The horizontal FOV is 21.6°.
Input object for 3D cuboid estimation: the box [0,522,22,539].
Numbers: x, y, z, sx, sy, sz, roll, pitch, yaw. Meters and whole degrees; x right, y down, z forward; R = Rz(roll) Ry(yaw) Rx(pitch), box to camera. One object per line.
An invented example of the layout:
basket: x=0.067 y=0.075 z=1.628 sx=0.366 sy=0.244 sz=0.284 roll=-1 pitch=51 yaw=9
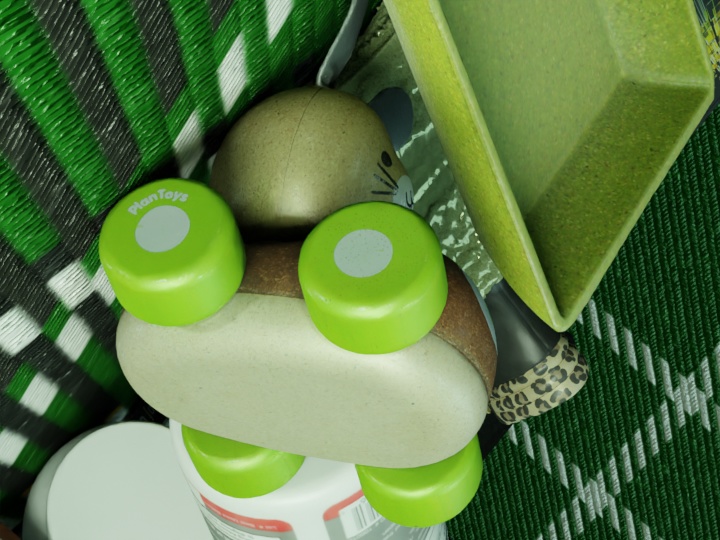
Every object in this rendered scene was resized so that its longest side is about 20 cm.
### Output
box: x=-0.231 y=0.222 z=0.921 sx=0.200 sy=0.075 sz=0.100 roll=-53 pitch=175 yaw=12

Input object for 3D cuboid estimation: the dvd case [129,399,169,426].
dvd case: x=-0.096 y=0.058 z=1.215 sx=0.200 sy=0.025 sz=0.150 roll=-55 pitch=174 yaw=32

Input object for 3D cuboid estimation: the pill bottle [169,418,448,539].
pill bottle: x=-0.017 y=0.119 z=0.933 sx=0.114 sy=0.113 sz=0.201 roll=-48 pitch=147 yaw=-24

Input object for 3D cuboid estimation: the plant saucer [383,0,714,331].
plant saucer: x=0.081 y=-0.109 z=0.846 sx=0.048 sy=0.201 sz=0.200 roll=0 pitch=-143 yaw=36

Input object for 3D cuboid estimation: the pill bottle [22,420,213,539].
pill bottle: x=-0.127 y=0.149 z=1.043 sx=0.120 sy=0.120 sz=0.200 roll=-49 pitch=175 yaw=-18

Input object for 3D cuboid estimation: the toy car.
toy car: x=-0.006 y=-0.023 z=0.802 sx=0.165 sy=0.157 sz=0.201 roll=75 pitch=27 yaw=-53

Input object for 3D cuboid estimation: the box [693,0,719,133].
box: x=0.197 y=-0.195 z=1.197 sx=0.161 sy=0.049 sz=0.201 roll=-47 pitch=133 yaw=-36

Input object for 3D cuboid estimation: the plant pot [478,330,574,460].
plant pot: x=0.029 y=0.059 z=1.492 sx=0.200 sy=0.200 sz=0.177 roll=-50 pitch=165 yaw=-1

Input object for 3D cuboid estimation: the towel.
towel: x=0.034 y=-0.055 z=0.933 sx=0.200 sy=0.148 sz=0.036 roll=-51 pitch=-154 yaw=-1

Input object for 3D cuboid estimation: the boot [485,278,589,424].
boot: x=0.056 y=0.026 z=1.226 sx=0.073 sy=0.151 sz=0.200 roll=-45 pitch=-168 yaw=-23
